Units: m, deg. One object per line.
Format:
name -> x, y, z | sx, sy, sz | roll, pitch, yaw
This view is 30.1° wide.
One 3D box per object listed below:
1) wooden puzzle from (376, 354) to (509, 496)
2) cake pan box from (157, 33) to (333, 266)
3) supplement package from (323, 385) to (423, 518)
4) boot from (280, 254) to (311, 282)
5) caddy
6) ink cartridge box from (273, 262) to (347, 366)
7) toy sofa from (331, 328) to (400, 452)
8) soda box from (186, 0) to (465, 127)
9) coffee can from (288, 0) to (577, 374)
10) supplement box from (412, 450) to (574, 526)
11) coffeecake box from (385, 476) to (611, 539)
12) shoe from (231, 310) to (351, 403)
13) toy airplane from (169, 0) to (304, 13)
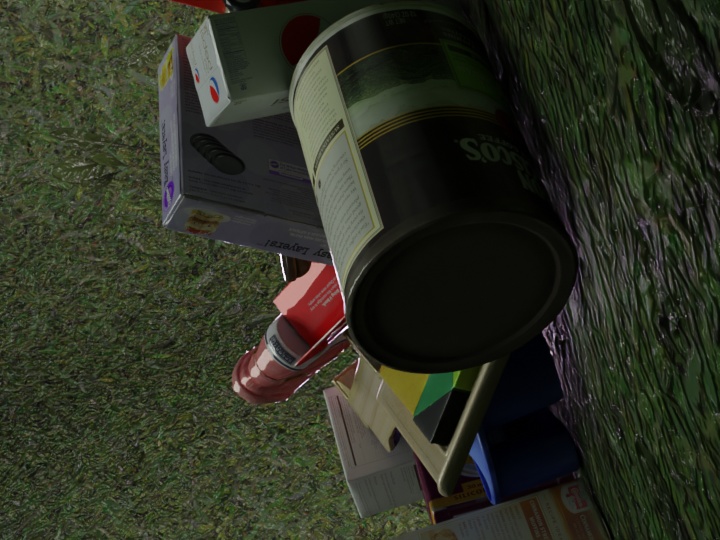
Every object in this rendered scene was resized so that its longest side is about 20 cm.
wooden puzzle -> 0.066, 0.048, 1.020 | 0.200, 0.037, 0.187 | -126, 55, -69
cake pan box -> -0.072, -0.099, 1.136 | 0.052, 0.198, 0.186 | -50, 38, 44
supplement package -> 0.075, 0.169, 1.430 | 0.110, 0.198, 0.115 | 74, 180, -58
boot -> -0.041, -0.075, 1.208 | 0.074, 0.075, 0.201 | 99, 174, -51
caddy -> 0.106, 0.105, 1.115 | 0.200, 0.104, 0.143 | -107, 1, -69
ink cartridge box -> 0.000, 0.000, 1.239 | 0.067, 0.116, 0.200 | 48, -144, 5
toy sofa -> 0.037, 0.097, 1.296 | 0.098, 0.083, 0.200 | 49, 164, 12
soda box -> -0.021, -0.159, 0.973 | 0.068, 0.198, 0.064 | -27, 78, 66
coffee can -> 0.040, -0.057, 0.870 | 0.147, 0.145, 0.201 | 74, 179, -49
supplement box -> 0.125, 0.207, 1.232 | 0.200, 0.130, 0.104 | -110, 5, -75
coffeecake box -> 0.106, 0.269, 1.081 | 0.073, 0.198, 0.154 | -109, 1, -51
shoe -> -0.048, 0.062, 1.312 | 0.072, 0.091, 0.200 | 50, -145, 5
toy airplane -> -0.045, -0.270, 1.125 | 0.199, 0.199, 0.142 | 15, -131, -56
